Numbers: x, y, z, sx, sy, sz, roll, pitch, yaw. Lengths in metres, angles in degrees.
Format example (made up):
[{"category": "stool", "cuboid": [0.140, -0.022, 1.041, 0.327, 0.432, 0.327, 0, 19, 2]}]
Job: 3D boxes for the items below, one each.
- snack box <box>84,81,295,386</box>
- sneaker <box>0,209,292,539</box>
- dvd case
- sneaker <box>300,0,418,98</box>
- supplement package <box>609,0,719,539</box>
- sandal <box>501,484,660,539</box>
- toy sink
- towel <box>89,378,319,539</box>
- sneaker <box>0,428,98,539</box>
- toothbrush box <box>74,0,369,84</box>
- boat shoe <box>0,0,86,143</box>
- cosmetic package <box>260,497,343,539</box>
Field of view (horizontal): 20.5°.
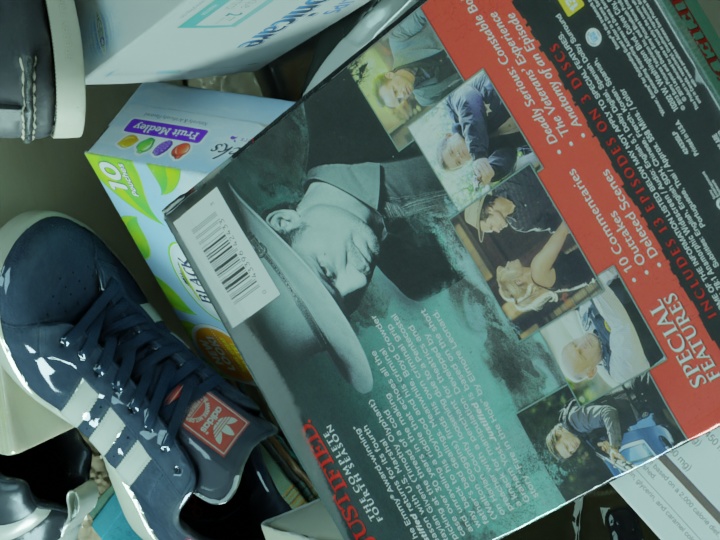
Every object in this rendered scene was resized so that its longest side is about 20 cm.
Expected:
[{"category": "snack box", "cuboid": [0.000, 0.000, 0.813, 0.200, 0.053, 0.142, 12, 142, 35]}, {"category": "sneaker", "cuboid": [-0.086, 0.054, 0.862, 0.084, 0.075, 0.200, 12, 145, 42]}, {"category": "dvd case", "cuboid": [0.036, -0.001, 0.575, 0.200, 0.022, 0.146, -36, 82, 40]}, {"category": "sneaker", "cuboid": [0.016, -0.146, 0.778, 0.099, 0.071, 0.200, 54, 132, 21]}, {"category": "supplement package", "cuboid": [0.143, -0.015, 0.632, 0.156, 0.200, 0.111, 47, 130, 15]}, {"category": "sandal", "cuboid": [0.099, 0.097, 0.721, 0.200, 0.055, 0.082, -19, 81, 40]}, {"category": "toy sink", "cuboid": [-0.161, -0.037, 0.913, 0.112, 0.130, 0.200, 9, 113, 38]}, {"category": "towel", "cuboid": [-0.042, 0.161, 0.966, 0.200, 0.022, 0.147, 51, 131, 9]}, {"category": "sneaker", "cuboid": [-0.204, 0.069, 1.017, 0.199, 0.079, 0.130, 54, 132, 14]}, {"category": "toothbrush box", "cuboid": [-0.062, -0.185, 0.755, 0.146, 0.085, 0.200, -18, 81, 61]}, {"category": "boat shoe", "cuboid": [-0.156, -0.136, 0.788, 0.073, 0.063, 0.200, 106, 151, -56]}, {"category": "cosmetic package", "cuboid": [0.042, 0.186, 0.844, 0.103, 0.087, 0.200, -1, 109, 69]}]
